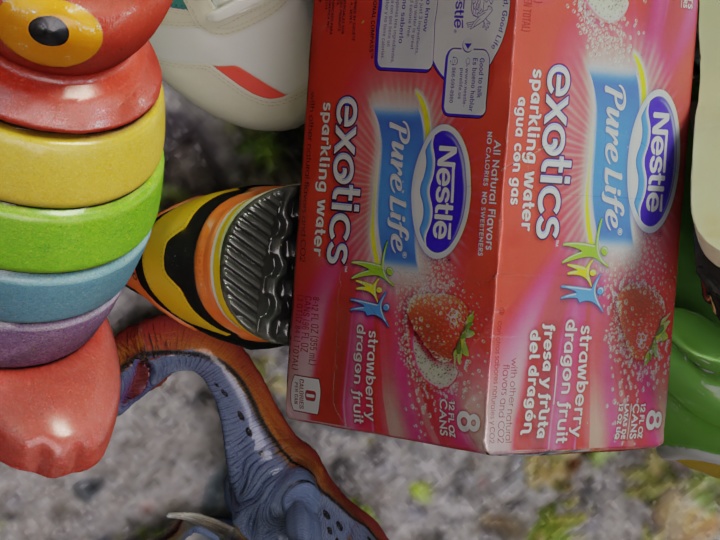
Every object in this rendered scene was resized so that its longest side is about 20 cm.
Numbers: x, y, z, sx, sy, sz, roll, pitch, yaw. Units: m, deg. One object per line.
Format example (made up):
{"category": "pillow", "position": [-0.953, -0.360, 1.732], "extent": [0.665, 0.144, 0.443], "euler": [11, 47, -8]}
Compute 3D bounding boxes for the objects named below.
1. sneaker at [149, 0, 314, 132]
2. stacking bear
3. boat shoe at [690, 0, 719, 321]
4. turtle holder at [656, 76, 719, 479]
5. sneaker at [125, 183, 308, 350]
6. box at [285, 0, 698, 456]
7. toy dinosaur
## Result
{"category": "sneaker", "position": [-0.066, -0.124, 0.973], "extent": [0.070, 0.093, 0.200], "euler": [-33, 112, -4]}
{"category": "stacking bear", "position": [-0.113, -0.050, 0.938], "extent": [0.121, 0.114, 0.200], "euler": [18, 125, -4]}
{"category": "boat shoe", "position": [0.153, -0.060, 0.974], "extent": [0.073, 0.202, 0.063], "euler": [3, 142, 17]}
{"category": "turtle holder", "position": [0.156, 0.023, 1.041], "extent": [0.141, 0.132, 0.186], "euler": [-34, 75, -23]}
{"category": "sneaker", "position": [0.000, 0.000, 1.049], "extent": [0.200, 0.090, 0.070], "euler": [8, 88, -45]}
{"category": "box", "position": [0.046, -0.041, 0.956], "extent": [0.095, 0.100, 0.201], "euler": [2, 93, -44]}
{"category": "toy dinosaur", "position": [-0.034, 0.098, 1.082], "extent": [0.200, 0.105, 0.182], "euler": [-17, 101, -50]}
